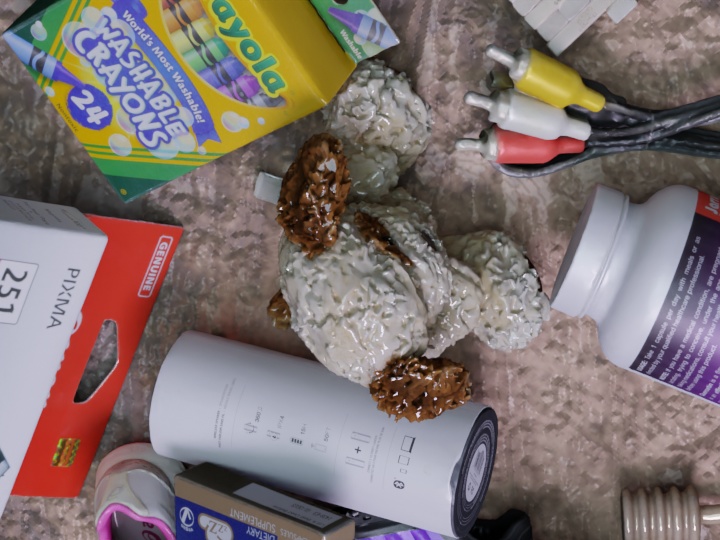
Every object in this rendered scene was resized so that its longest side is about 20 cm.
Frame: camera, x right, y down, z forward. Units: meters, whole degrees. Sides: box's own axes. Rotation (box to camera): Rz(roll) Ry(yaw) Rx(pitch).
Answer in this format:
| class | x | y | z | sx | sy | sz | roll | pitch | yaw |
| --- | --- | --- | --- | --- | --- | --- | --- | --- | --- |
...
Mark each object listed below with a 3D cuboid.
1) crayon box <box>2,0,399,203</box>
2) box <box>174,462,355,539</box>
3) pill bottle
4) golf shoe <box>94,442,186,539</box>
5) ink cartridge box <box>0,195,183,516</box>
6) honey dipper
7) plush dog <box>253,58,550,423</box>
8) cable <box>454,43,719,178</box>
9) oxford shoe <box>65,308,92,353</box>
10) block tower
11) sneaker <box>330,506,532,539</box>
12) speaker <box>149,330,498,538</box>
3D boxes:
| class | x | y | z | sx | sy | sz | roll | pitch | yaw |
| --- | --- | --- | --- | --- | --- | --- | --- | --- | --- |
| crayon box | -0.093 | -0.132 | 1.233 | 0.199 | 0.052 | 0.126 | -23 | 111 | 35 |
| box | -0.056 | 0.224 | 1.275 | 0.121 | 0.032 | 0.201 | 16 | 116 | 38 |
| pill bottle | 0.215 | 0.022 | 1.251 | 0.199 | 0.112 | 0.113 | 22 | 105 | 1 |
| golf shoe | -0.121 | 0.211 | 1.348 | 0.075 | 0.092 | 0.201 | -20 | 102 | 9 |
| ink cartridge box | -0.196 | 0.059 | 1.286 | 0.044 | 0.173 | 0.201 | 38 | 111 | 43 |
| honey dipper | 0.259 | 0.147 | 1.317 | 0.198 | 0.038 | 0.038 | -2 | 103 | 5 |
| plush dog | 0.000 | 0.000 | 1.238 | 0.160 | 0.172 | 0.201 | -32 | 99 | 13 |
| cable | 0.151 | -0.076 | 1.255 | 0.198 | 0.051 | 0.098 | 13 | 130 | -7 |
| oxford shoe | -0.258 | 0.065 | 1.335 | 0.199 | 0.074 | 0.071 | -24 | 100 | 12 |
| block tower | 0.073 | -0.211 | 1.241 | 0.058 | 0.054 | 0.200 | -43 | 95 | 15 |
| sneaker | 0.014 | 0.160 | 1.333 | 0.199 | 0.070 | 0.100 | 11 | 104 | -5 |
| speaker | -0.024 | 0.096 | 1.289 | 0.199 | 0.081 | 0.082 | 13 | 105 | 19 |
